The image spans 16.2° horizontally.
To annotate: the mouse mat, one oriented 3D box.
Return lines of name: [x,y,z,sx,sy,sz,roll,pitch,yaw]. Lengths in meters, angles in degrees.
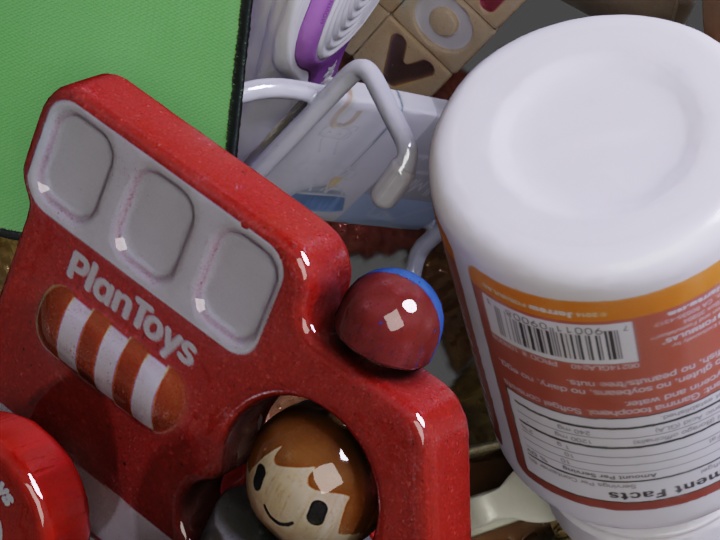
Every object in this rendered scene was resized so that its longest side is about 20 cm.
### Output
mouse mat: [-0.133,-0.090,0.872,0.200,0.008,0.161,11,108,12]

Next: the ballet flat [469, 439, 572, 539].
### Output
ballet flat: [0.021,0.095,0.964,0.200,0.062,0.067,-19,85,-21]

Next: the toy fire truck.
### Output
toy fire truck: [-0.046,0.051,0.816,0.200,0.112,0.168,36,122,24]

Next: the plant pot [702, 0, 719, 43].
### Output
plant pot: [0.191,-0.103,0.902,0.201,0.093,0.201,-5,100,-28]

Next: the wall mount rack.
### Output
wall mount rack: [0.000,0.000,0.940,0.174,0.200,0.075,-46,55,33]

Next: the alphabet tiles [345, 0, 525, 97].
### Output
alphabet tiles: [-0.029,-0.149,0.935,0.200,0.167,0.008,43,52,-2]

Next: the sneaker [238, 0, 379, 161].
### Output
sneaker: [-0.046,-0.100,0.925,0.100,0.200,0.075,34,47,11]

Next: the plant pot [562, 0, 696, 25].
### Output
plant pot: [0.053,-0.200,0.944,0.200,0.187,0.187,20,88,8]

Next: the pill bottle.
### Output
pill bottle: [0.092,0.016,0.866,0.112,0.200,0.112,-6,53,8]

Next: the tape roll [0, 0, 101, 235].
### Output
tape roll: [-0.179,-0.100,0.920,0.200,0.066,0.200,4,105,15]
